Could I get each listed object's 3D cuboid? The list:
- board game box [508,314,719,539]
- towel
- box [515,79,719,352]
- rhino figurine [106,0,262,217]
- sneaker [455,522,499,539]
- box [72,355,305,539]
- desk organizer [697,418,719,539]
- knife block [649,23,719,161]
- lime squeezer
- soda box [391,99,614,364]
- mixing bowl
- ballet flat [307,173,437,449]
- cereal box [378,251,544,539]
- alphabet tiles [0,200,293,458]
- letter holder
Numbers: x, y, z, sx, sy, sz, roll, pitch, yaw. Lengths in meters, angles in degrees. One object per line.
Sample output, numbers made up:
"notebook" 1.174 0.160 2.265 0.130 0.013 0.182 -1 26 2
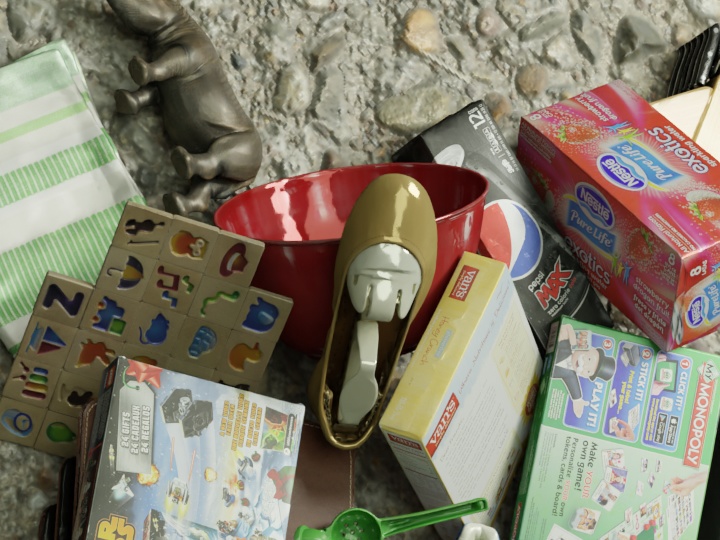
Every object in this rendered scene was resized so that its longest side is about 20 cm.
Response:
"board game box" 0.186 0.147 1.754 0.133 0.029 0.202 14 79 -10
"towel" -0.229 -0.050 1.709 0.152 0.023 0.201 -26 87 -26
"box" 0.210 -0.043 1.796 0.099 0.096 0.200 -21 46 -26
"rhino figurine" -0.134 -0.141 1.752 0.087 0.060 0.201 -19 82 -40
"sneaker" 0.075 0.242 1.646 0.075 0.200 0.078 7 109 -7
"box" -0.118 0.170 1.575 0.136 0.040 0.202 17 66 -19
"desk organizer" 0.290 0.209 1.829 0.077 0.072 0.201 21 69 -19
"knife block" 0.299 -0.099 1.920 0.174 0.064 0.201 -16 82 -25
"lime squeezer" -0.011 0.185 1.595 0.199 0.070 0.038 -14 108 -38
"soda box" 0.106 -0.023 1.814 0.063 0.071 0.201 -31 89 -24
"mixing bowl" 0.000 0.000 1.716 0.199 0.200 0.109 -16 108 -25
"ballet flat" 0.011 0.033 1.602 0.068 0.201 0.063 7 31 -8
"cereal box" 0.079 0.096 1.708 0.039 0.200 0.145 17 67 24
"alphabet tiles" -0.146 0.052 1.645 0.166 0.008 0.201 17 114 -14
"letter holder" -0.113 0.171 1.656 0.198 0.101 0.143 8 71 -20
